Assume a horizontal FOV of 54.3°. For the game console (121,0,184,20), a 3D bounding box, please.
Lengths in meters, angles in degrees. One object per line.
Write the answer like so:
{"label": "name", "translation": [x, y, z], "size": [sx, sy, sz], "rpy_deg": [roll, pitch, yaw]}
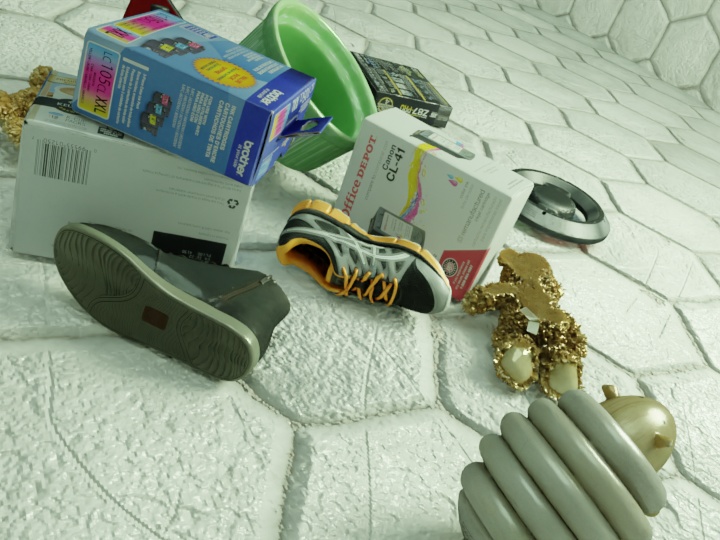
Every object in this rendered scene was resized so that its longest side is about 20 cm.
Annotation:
{"label": "game console", "translation": [-0.187, -0.227, 0.831], "size": [0.201, 0.118, 0.172], "rpy_deg": [57, 23, -5]}

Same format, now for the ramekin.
{"label": "ramekin", "translation": [-0.074, -0.222, 0.877], "size": [0.200, 0.097, 0.201], "rpy_deg": [40, 35, -37]}

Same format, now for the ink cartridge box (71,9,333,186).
{"label": "ink cartridge box", "translation": [-0.127, -0.153, 0.630], "size": [0.199, 0.077, 0.137], "rpy_deg": [25, 30, -1]}

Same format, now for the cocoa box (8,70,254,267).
{"label": "cocoa box", "translation": [-0.212, -0.087, 0.675], "size": [0.199, 0.134, 0.132], "rpy_deg": [11, 31, -19]}

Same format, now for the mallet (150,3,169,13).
{"label": "mallet", "translation": [-0.220, -0.177, 0.755], "size": [0.066, 0.201, 0.041], "rpy_deg": [7, 18, -42]}

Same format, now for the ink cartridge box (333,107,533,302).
{"label": "ink cartridge box", "translation": [0.080, -0.080, 0.838], "size": [0.199, 0.148, 0.086], "rpy_deg": [31, 31, 17]}

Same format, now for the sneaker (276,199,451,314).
{"label": "sneaker", "translation": [0.000, 0.000, 0.745], "size": [0.199, 0.079, 0.077], "rpy_deg": [25, 44, 11]}

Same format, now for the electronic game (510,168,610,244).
{"label": "electronic game", "translation": [0.303, -0.104, 1.118], "size": [0.199, 0.042, 0.200], "rpy_deg": [15, 33, -10]}

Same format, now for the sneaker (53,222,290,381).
{"label": "sneaker", "translation": [-0.163, 0.015, 0.620], "size": [0.199, 0.075, 0.106], "rpy_deg": [33, 26, 1]}

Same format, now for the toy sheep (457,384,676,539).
{"label": "toy sheep", "translation": [0.137, 0.158, 0.495], "size": [0.138, 0.200, 0.138], "rpy_deg": [50, -1, 1]}

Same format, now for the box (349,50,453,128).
{"label": "box", "translation": [0.068, -0.350, 1.350], "size": [0.160, 0.049, 0.200], "rpy_deg": [5, 35, -24]}

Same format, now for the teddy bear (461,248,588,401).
{"label": "teddy bear", "translation": [0.184, 0.063, 0.774], "size": [0.144, 0.067, 0.201], "rpy_deg": [1, 42, -16]}

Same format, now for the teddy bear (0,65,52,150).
{"label": "teddy bear", "translation": [-0.323, -0.182, 0.802], "size": [0.199, 0.067, 0.145], "rpy_deg": [-6, 43, -39]}
